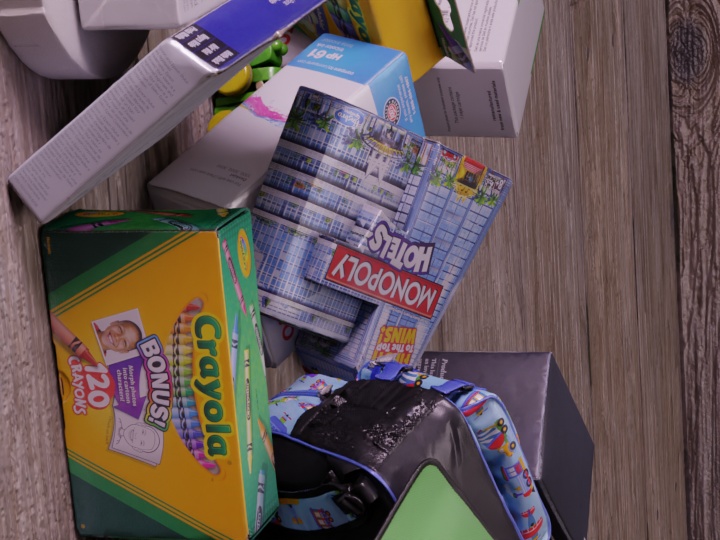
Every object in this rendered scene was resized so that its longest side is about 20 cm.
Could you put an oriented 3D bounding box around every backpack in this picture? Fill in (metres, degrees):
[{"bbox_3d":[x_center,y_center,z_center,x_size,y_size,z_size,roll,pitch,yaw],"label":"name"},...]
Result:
[{"bbox_3d":[0.003,0.146,1.422,0.135,0.199,0.183,-44,125,-28],"label":"backpack"}]

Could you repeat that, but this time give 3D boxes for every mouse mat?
[{"bbox_3d":[0.049,0.233,1.333,0.161,0.007,0.200,-57,131,-25],"label":"mouse mat"}]

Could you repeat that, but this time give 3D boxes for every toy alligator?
[{"bbox_3d":[-0.075,-0.144,1.570,0.059,0.054,0.202,28,64,-70],"label":"toy alligator"}]

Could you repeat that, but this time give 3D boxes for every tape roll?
[{"bbox_3d":[-0.173,-0.216,1.300,0.203,0.037,0.205,0,90,-73],"label":"tape roll"}]

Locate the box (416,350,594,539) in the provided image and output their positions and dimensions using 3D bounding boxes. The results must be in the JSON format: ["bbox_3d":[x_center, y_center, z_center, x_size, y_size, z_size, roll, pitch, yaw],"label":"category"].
[{"bbox_3d":[0.085,0.160,1.832,0.200,0.197,0.124,60,35,-58],"label":"box"}]

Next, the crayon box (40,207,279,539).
[{"bbox_3d":[-0.122,0.064,1.326,0.058,0.118,0.202,-41,128,-66],"label":"crayon box"}]

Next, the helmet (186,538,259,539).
[{"bbox_3d":[-0.077,0.264,1.344,0.200,0.198,0.192,33,60,-68],"label":"helmet"}]

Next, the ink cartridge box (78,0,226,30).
[{"bbox_3d":[-0.111,-0.225,1.323,0.200,0.067,0.117,-48,135,-64],"label":"ink cartridge box"}]

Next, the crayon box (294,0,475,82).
[{"bbox_3d":[-0.012,-0.213,1.554,0.052,0.200,0.126,-40,139,-19],"label":"crayon box"}]

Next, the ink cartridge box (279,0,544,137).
[{"bbox_3d":[0.032,-0.183,1.670,0.084,0.198,0.146,74,24,-48],"label":"ink cartridge box"}]

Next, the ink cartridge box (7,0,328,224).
[{"bbox_3d":[-0.099,-0.124,1.297,0.041,0.200,0.200,52,25,-5],"label":"ink cartridge box"}]

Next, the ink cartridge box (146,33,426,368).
[{"bbox_3d":[-0.044,-0.051,1.513,0.200,0.084,0.145,-44,136,-33],"label":"ink cartridge box"}]

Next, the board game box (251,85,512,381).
[{"bbox_3d":[0.000,0.000,1.470,0.200,0.061,0.201,20,90,-54],"label":"board game box"}]
